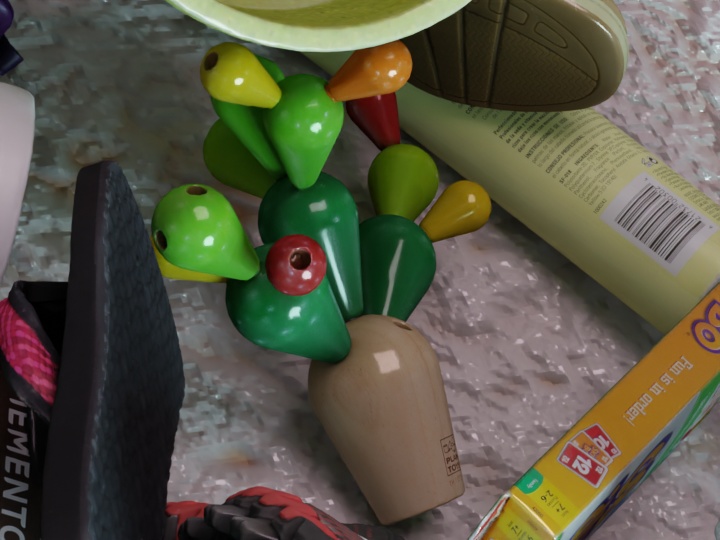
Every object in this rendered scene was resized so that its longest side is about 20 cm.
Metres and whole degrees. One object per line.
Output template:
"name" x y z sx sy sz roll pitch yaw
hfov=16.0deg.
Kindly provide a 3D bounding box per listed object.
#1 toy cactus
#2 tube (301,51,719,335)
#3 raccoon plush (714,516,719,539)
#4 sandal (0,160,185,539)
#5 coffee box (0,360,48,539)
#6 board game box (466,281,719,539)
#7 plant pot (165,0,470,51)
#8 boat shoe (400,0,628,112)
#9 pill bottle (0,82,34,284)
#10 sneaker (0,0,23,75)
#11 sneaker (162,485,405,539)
"toy cactus" 0.000 0.000 0.865 0.200 0.102 0.166 -18 86 -77
"tube" 0.064 -0.050 0.983 0.200 0.052 0.058 39 7 18
"raccoon plush" 0.178 0.150 0.788 0.134 0.201 0.097 -16 28 -37
"sandal" -0.081 0.038 0.704 0.045 0.075 0.200 -14 35 10
"coffee box" -0.172 0.058 0.726 0.199 0.080 0.113 19 45 -25
"board game box" 0.081 0.064 0.857 0.030 0.096 0.200 43 47 13
"plant pot" -0.058 -0.170 0.847 0.200 0.184 0.201 -1 93 -32
"boat shoe" 0.014 -0.119 0.962 0.199 0.073 0.063 22 49 18
"pill bottle" -0.208 -0.038 0.787 0.199 0.114 0.115 14 48 -16
"sneaker" -0.178 -0.110 0.845 0.088 0.074 0.200 52 19 15
"sneaker" -0.010 0.101 0.718 0.098 0.200 0.071 11 82 -16
